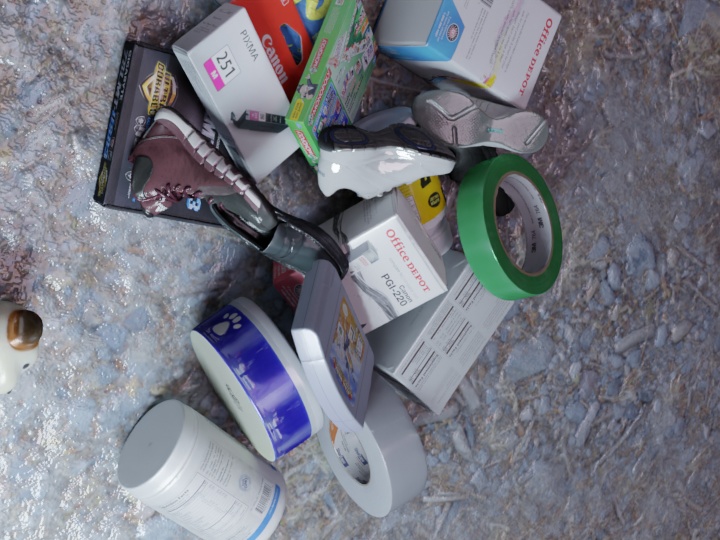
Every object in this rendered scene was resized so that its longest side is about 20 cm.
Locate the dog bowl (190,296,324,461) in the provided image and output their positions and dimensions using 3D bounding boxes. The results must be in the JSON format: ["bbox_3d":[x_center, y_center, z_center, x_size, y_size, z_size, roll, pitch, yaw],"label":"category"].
[{"bbox_3d":[-0.134,0.140,1.228,0.078,0.199,0.202,-32,116,-20],"label":"dog bowl"}]

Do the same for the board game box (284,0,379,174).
[{"bbox_3d":[-0.032,-0.242,1.236,0.135,0.029,0.203,58,48,-61],"label":"board game box"}]

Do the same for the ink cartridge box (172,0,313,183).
[{"bbox_3d":[-0.115,-0.238,1.173,0.173,0.043,0.201,-43,134,-19],"label":"ink cartridge box"}]

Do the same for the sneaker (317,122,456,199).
[{"bbox_3d":[0.030,-0.138,1.235,0.197,0.075,0.088,-1,128,-22],"label":"sneaker"}]

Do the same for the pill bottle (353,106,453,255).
[{"bbox_3d":[0.056,-0.115,1.346,0.114,0.114,0.202,-33,117,-22],"label":"pill bottle"}]

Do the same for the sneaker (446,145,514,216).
[{"bbox_3d":[0.172,-0.155,1.445,0.090,0.076,0.201,-27,127,4],"label":"sneaker"}]

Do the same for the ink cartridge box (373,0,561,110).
[{"bbox_3d":[0.147,-0.335,1.334,0.198,0.145,0.149,24,88,-35],"label":"ink cartridge box"}]

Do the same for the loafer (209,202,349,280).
[{"bbox_3d":[-0.103,-0.040,1.192,0.199,0.071,0.068,35,119,-11],"label":"loafer"}]

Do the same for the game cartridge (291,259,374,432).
[{"bbox_3d":[-0.030,0.103,1.194,0.135,0.041,0.202,-83,158,-45],"label":"game cartridge"}]

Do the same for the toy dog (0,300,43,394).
[{"bbox_3d":[-0.457,0.071,1.059,0.198,0.139,0.197,21,53,-33],"label":"toy dog"}]

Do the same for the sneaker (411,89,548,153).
[{"bbox_3d":[0.155,-0.202,1.316,0.197,0.080,0.072,10,102,-20],"label":"sneaker"}]

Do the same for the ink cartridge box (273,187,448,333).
[{"bbox_3d":[0.000,0.000,1.296,0.198,0.085,0.146,-29,120,14],"label":"ink cartridge box"}]

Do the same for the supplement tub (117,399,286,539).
[{"bbox_3d":[-0.203,0.274,1.255,0.200,0.131,0.133,43,78,-31],"label":"supplement tub"}]

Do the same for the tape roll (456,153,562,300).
[{"bbox_3d":[0.214,-0.061,1.358,0.199,0.048,0.204,18,65,-44],"label":"tape roll"}]

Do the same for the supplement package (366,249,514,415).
[{"bbox_3d":[0.095,0.078,1.389,0.111,0.155,0.201,43,77,-30],"label":"supplement package"}]

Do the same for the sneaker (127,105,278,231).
[{"bbox_3d":[-0.194,-0.088,1.122,0.116,0.200,0.076,-47,165,0],"label":"sneaker"}]

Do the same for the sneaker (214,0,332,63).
[{"bbox_3d":[-0.097,-0.318,1.223,0.197,0.075,0.107,-8,106,-32],"label":"sneaker"}]

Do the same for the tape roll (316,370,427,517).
[{"bbox_3d":[0.010,0.239,1.344,0.065,0.199,0.203,-24,113,-27],"label":"tape roll"}]

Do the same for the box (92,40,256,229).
[{"bbox_3d":[-0.216,-0.163,1.199,0.196,0.049,0.204,10,96,-33],"label":"box"}]
